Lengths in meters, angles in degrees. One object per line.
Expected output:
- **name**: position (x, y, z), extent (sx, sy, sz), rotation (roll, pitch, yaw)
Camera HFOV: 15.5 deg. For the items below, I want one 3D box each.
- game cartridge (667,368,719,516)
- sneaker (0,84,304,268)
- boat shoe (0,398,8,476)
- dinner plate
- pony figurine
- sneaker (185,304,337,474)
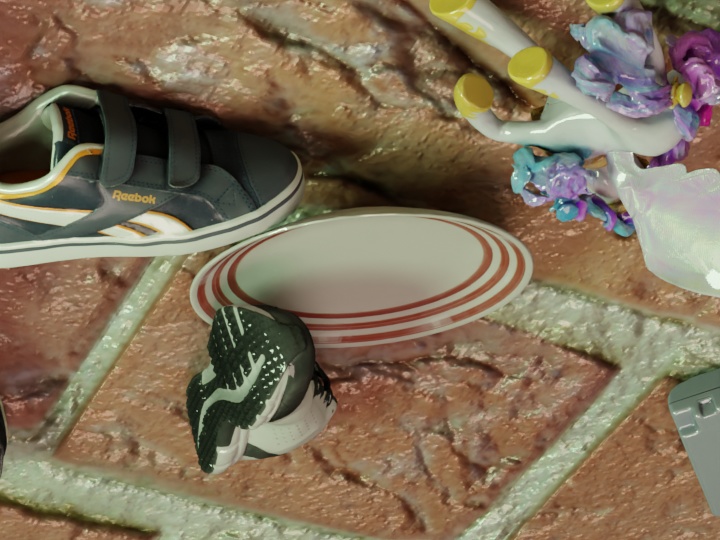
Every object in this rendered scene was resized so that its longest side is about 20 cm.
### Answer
- **game cartridge**: position (0.308, 0.093, 1.709), extent (0.199, 0.041, 0.134), rotation (-18, 134, 9)
- **sneaker**: position (-0.128, -0.055, 1.429), extent (0.199, 0.079, 0.080), rotation (-9, 129, -10)
- **boat shoe**: position (-0.249, 0.064, 1.546), extent (0.074, 0.062, 0.201), rotation (-9, 136, 1)
- **dinner plate**: position (0.000, 0.000, 1.522), extent (0.199, 0.024, 0.200), rotation (-6, 158, -3)
- **pony figurine**: position (0.152, -0.082, 1.424), extent (0.192, 0.167, 0.200), rotation (1, 153, 38)
- **sneaker**: position (-0.050, 0.064, 1.560), extent (0.080, 0.074, 0.200), rotation (-9, 166, -16)
